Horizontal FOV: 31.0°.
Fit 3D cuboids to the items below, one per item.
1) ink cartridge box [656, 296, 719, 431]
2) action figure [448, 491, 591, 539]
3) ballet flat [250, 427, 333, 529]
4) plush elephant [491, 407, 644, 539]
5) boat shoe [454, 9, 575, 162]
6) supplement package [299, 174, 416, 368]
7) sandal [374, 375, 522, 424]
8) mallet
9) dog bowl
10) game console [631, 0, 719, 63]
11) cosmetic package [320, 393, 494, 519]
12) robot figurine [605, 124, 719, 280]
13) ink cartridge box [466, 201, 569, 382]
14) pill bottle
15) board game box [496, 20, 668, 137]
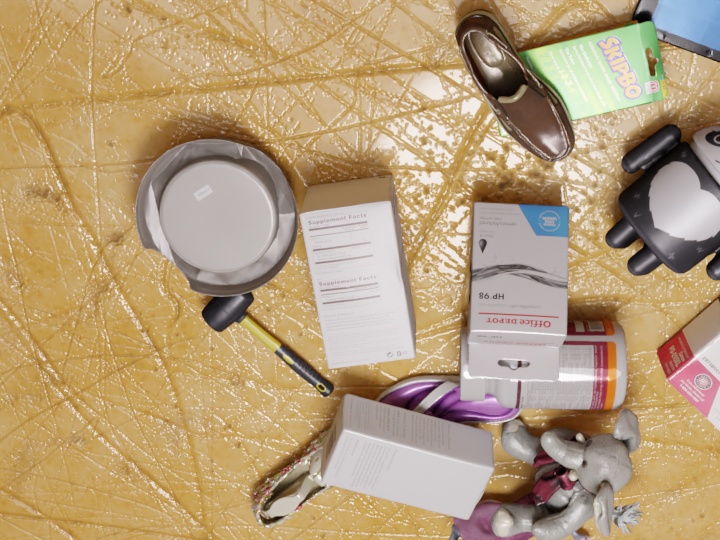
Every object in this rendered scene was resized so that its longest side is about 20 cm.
[{"bbox_3d":[0.490,0.098,1.592,0.145,0.084,0.200,42,108,-13],"label":"ink cartridge box"},{"bbox_3d":[0.219,0.321,1.707,0.200,0.134,0.149,-36,68,7],"label":"action figure"},{"bbox_3d":[-0.065,0.276,1.708,0.076,0.064,0.200,44,107,-12],"label":"ballet flat"},{"bbox_3d":[0.266,0.246,1.585,0.199,0.165,0.155,17,142,6],"label":"plush elephant"},{"bbox_3d":[0.172,-0.199,1.475,0.075,0.075,0.202,-37,103,20],"label":"boat shoe"},{"bbox_3d":[0.000,0.000,1.570,0.109,0.114,0.201,-8,109,6],"label":"supplement package"},{"bbox_3d":[0.109,0.175,1.664,0.202,0.050,0.083,-11,110,8],"label":"sandal"},{"bbox_3d":[-0.105,0.087,1.655,0.200,0.041,0.066,34,107,-15],"label":"mallet"},{"bbox_3d":[-0.171,-0.071,1.582,0.199,0.059,0.201,1,111,3],"label":"dog bowl"},{"bbox_3d":[0.426,-0.306,1.427,0.199,0.171,0.119,18,85,-4],"label":"game console"},{"bbox_3d":[0.059,0.235,1.634,0.199,0.074,0.102,16,126,-10],"label":"cosmetic package"},{"bbox_3d":[0.381,-0.077,1.509,0.200,0.125,0.150,-40,117,17],"label":"robot figurine"},{"bbox_3d":[0.186,0.025,1.537,0.115,0.067,0.201,2,74,2],"label":"ink cartridge box"},{"bbox_3d":[0.222,0.116,1.602,0.199,0.110,0.110,0,111,3],"label":"pill bottle"},{"bbox_3d":[0.249,-0.224,1.508,0.199,0.030,0.096,-11,111,15],"label":"board game box"}]
